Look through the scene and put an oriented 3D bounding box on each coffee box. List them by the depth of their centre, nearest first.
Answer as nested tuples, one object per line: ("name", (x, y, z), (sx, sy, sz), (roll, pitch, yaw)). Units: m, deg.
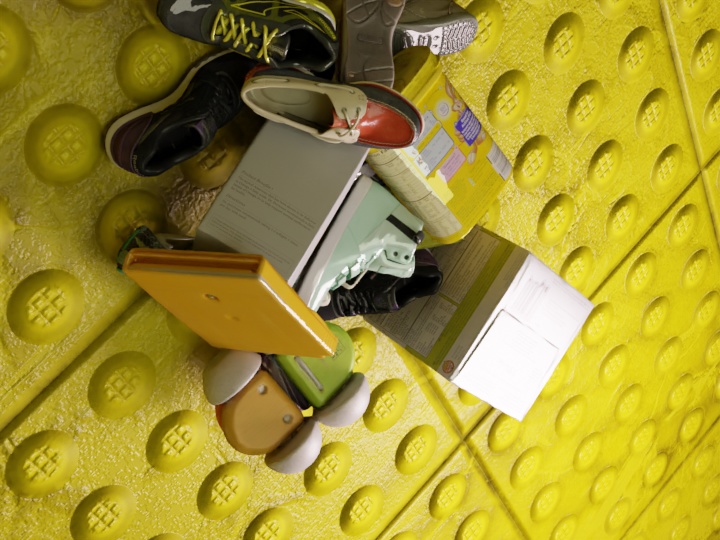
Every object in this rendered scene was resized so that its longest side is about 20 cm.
("coffee box", (0.165, 0.059, 1.446), (0.199, 0.197, 0.201), (33, 89, -45))

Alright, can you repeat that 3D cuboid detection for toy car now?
("toy car", (-0.099, 0.142, 1.295), (0.200, 0.150, 0.176), (-42, 105, -12))

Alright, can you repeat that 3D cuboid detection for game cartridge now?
("game cartridge", (-0.136, 0.038, 1.118), (0.200, 0.174, 0.033), (51, 49, -54))

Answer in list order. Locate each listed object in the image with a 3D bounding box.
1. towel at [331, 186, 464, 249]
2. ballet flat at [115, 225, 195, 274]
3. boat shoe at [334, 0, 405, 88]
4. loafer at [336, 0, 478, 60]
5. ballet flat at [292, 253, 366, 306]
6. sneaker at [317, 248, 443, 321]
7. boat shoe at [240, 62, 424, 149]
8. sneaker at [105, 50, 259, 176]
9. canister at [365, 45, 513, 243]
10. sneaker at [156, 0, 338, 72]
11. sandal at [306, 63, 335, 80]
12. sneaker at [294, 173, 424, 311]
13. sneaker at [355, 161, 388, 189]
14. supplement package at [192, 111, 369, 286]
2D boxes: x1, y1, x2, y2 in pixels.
("towel", (0.050, -0.066, 1.305), (0.198, 0.018, 0.087), (-10, 100, -32))
("ballet flat", (-0.191, -0.001, 1.197), (0.199, 0.074, 0.075), (25, 94, -47))
("boat shoe", (0.004, -0.273, 1.162), (0.075, 0.072, 0.202), (13, 76, -14))
("loafer", (0.047, -0.298, 1.265), (0.198, 0.070, 0.076), (-11, 144, -25))
("ballet flat", (-0.040, -0.001, 1.302), (0.199, 0.072, 0.069), (-33, 174, -14))
("sneaker", (0.011, 0.024, 1.337), (0.198, 0.088, 0.076), (-21, 116, -5))
("boat shoe", (-0.030, -0.170, 1.088), (0.063, 0.198, 0.072), (-72, -179, -59))
("sneaker", (-0.171, -0.163, 1.105), (0.200, 0.087, 0.076), (-41, 130, -20))
("canister", (0.084, -0.149, 1.251), (0.149, 0.086, 0.200), (-50, 120, -12))
("sneaker", (-0.108, -0.254, 1.052), (0.198, 0.085, 0.075), (2, 128, -23))
("sandal", (-0.066, -0.218, 1.204), (0.081, 0.055, 0.201), (-30, 147, -9))
("sneaker", (0.000, 0.000, 1.218), (0.118, 0.074, 0.202), (32, 82, -10))
("sneaker", (0.025, -0.129, 1.328), (0.198, 0.077, 0.086), (-18, 132, -25))
("supplement package", (-0.090, -0.075, 1.148), (0.201, 0.116, 0.117), (-60, 180, -24))
